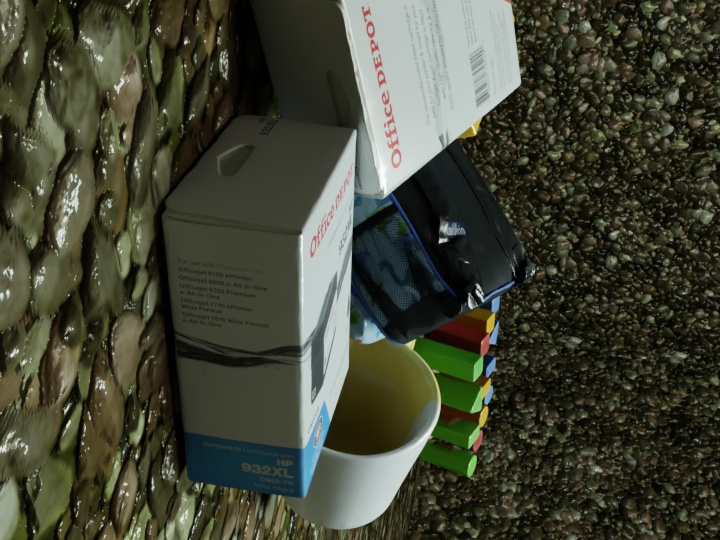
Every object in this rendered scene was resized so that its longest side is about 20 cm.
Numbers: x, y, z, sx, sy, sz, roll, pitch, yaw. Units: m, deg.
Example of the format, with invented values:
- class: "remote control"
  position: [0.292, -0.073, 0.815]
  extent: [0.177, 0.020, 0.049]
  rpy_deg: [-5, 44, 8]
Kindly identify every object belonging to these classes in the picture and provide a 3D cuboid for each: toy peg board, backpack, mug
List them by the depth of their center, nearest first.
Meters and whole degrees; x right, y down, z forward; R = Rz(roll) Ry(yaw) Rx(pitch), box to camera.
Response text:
- class: "backpack"
  position: [0.028, -0.042, 0.803]
  extent: [0.200, 0.147, 0.183]
  rpy_deg: [62, 28, 5]
- class: "mug"
  position: [0.000, 0.152, 0.850]
  extent: [0.149, 0.186, 0.153]
  rpy_deg: [50, -36, 36]
- class: "toy peg board"
  position: [0.113, 0.120, 1.047]
  extent: [0.199, 0.098, 0.200]
  rpy_deg: [-40, 138, -49]

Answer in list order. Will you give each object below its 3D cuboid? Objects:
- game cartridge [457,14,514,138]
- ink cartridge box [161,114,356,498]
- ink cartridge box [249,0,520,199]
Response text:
- class: "game cartridge"
  position: [0.089, -0.247, 0.858]
  extent: [0.176, 0.032, 0.200]
  rpy_deg: [61, 39, -39]
- class: "ink cartridge box"
  position: [-0.057, 0.021, 0.597]
  extent: [0.145, 0.084, 0.200]
  rpy_deg: [-68, 164, -56]
- class: "ink cartridge box"
  position: [0.027, -0.164, 0.671]
  extent: [0.200, 0.083, 0.147]
  rpy_deg: [-41, 130, -39]
